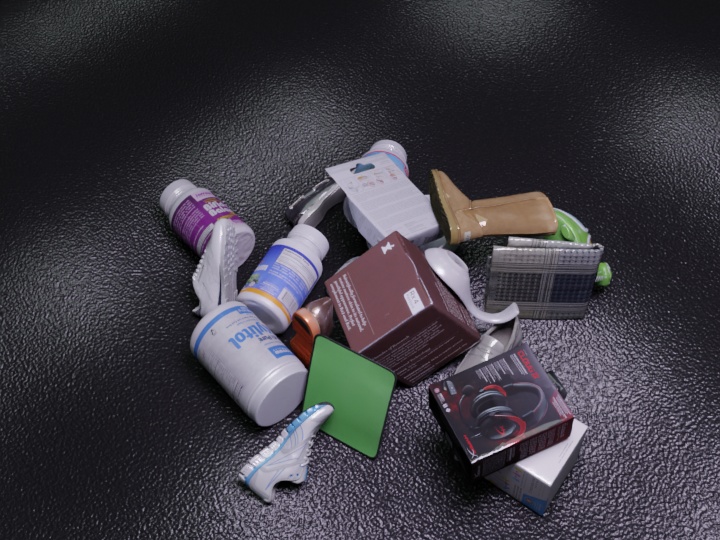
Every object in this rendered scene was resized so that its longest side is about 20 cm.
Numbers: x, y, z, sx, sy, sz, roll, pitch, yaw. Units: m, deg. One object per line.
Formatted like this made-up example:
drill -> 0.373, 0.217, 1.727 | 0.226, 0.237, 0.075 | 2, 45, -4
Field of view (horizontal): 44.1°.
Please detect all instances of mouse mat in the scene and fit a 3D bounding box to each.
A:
mouse mat -> -0.023, 0.213, 1.493 | 0.160, 0.201, 0.008 | 25, 35, 19

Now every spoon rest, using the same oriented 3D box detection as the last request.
spoon rest -> 0.188, 0.031, 1.575 | 0.199, 0.061, 0.099 | 37, 18, -12

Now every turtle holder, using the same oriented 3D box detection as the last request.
turtle holder -> 0.383, -0.047, 1.682 | 0.185, 0.142, 0.131 | 7, 10, 38

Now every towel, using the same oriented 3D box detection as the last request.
towel -> 0.324, 0.017, 1.613 | 0.198, 0.193, 0.035 | 1, 48, 2

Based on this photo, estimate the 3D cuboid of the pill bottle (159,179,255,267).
pill bottle -> -0.310, -0.094, 1.769 | 0.112, 0.113, 0.200 | -38, 62, -22

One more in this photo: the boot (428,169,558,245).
boot -> 0.235, -0.120, 1.613 | 0.198, 0.066, 0.176 | -8, 56, -11

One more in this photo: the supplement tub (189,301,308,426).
supplement tub -> -0.196, 0.162, 1.571 | 0.132, 0.132, 0.200 | -38, 61, -22

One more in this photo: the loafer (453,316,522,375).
loafer -> 0.223, 0.146, 1.572 | 0.070, 0.070, 0.200 | 19, 41, 29

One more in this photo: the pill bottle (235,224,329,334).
pill bottle -> -0.141, 0.011, 1.687 | 0.111, 0.112, 0.201 | 21, 58, 17

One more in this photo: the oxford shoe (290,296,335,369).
oxford shoe -> -0.075, 0.117, 1.556 | 0.073, 0.200, 0.071 | -38, 70, -25

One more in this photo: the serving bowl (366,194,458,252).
serving bowl -> 0.114, -0.063, 1.739 | 0.199, 0.066, 0.201 | -14, 38, 11

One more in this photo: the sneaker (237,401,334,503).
sneaker -> -0.107, 0.307, 1.494 | 0.200, 0.075, 0.087 | -45, 75, -1

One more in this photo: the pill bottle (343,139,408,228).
pill bottle -> 0.037, -0.173, 1.771 | 0.108, 0.109, 0.201 | 8, 41, 8

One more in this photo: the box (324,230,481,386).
box -> 0.075, 0.071, 1.548 | 0.164, 0.200, 0.167 | -35, 53, 16

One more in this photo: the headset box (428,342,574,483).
headset box -> 0.226, 0.216, 1.388 | 0.199, 0.075, 0.149 | -21, 55, -10

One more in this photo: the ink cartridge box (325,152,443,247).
ink cartridge box -> 0.045, -0.122, 1.636 | 0.162, 0.057, 0.200 | -21, 56, -40

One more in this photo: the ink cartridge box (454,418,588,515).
ink cartridge box -> 0.250, 0.279, 1.468 | 0.199, 0.129, 0.125 | 29, 61, 23

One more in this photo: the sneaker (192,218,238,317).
sneaker -> -0.276, -0.001, 1.663 | 0.080, 0.202, 0.076 | 10, 17, 14

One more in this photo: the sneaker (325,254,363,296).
sneaker -> 0.000, 0.000, 1.652 | 0.199, 0.086, 0.078 | -27, 73, 35

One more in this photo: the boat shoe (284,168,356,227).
boat shoe -> -0.072, -0.160, 1.833 | 0.060, 0.074, 0.200 | 38, 73, 21
